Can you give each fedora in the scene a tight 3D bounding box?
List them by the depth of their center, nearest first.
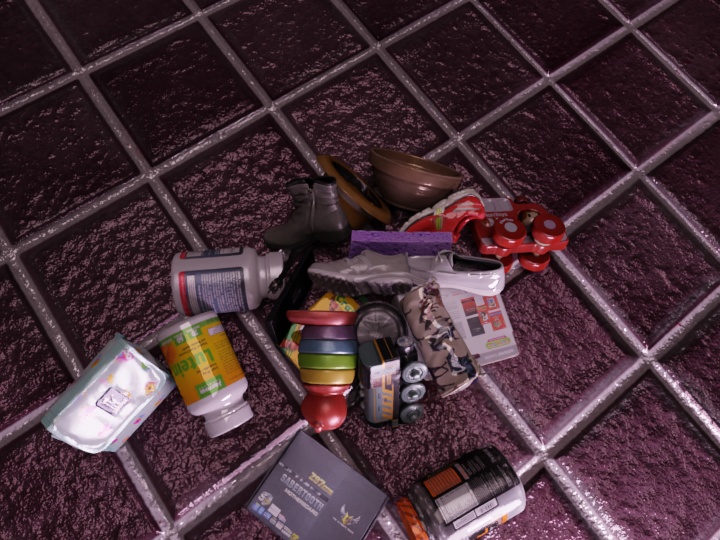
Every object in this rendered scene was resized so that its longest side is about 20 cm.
[{"bbox_3d":[-0.028,-0.146,1.057,0.201,0.200,0.082,46,108,10],"label":"fedora"}]

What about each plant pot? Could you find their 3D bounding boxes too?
[{"bbox_3d":[0.105,-0.180,1.072,0.199,0.201,0.093,15,111,0],"label":"plant pot"}]

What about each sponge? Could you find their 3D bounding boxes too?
[{"bbox_3d":[0.074,-0.035,1.031,0.198,0.112,0.030,1,57,-5],"label":"sponge"}]

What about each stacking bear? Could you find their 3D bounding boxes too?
[{"bbox_3d":[-0.061,0.173,0.899,0.113,0.121,0.202,-2,82,21],"label":"stacking bear"}]

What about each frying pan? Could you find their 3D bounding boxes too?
[{"bbox_3d":[0.005,0.143,0.949,0.115,0.031,0.190,42,89,1],"label":"frying pan"}]

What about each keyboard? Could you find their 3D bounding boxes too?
[{"bbox_3d":[-0.129,0.028,0.957,0.020,0.128,0.201,8,45,15],"label":"keyboard"}]

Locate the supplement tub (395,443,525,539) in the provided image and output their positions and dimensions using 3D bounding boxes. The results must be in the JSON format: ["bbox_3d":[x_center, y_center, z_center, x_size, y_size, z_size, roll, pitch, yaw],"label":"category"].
[{"bbox_3d":[0.169,0.395,0.888,0.199,0.123,0.123,-23,75,-12],"label":"supplement tub"}]

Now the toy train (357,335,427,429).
[{"bbox_3d":[0.052,0.201,0.917,0.113,0.201,0.085,-8,36,-10],"label":"toy train"}]

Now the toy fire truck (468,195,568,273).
[{"bbox_3d":[0.322,-0.093,1.085,0.198,0.113,0.169,-5,53,-8],"label":"toy fire truck"}]

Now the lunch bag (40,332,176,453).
[{"bbox_3d":[-0.411,0.203,0.859,0.122,0.200,0.171,38,71,8],"label":"lunch bag"}]

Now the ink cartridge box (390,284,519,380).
[{"bbox_3d":[0.179,0.110,1.006,0.198,0.084,0.177,-12,73,-9],"label":"ink cartridge box"}]

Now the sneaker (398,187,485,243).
[{"bbox_3d":[0.159,-0.087,1.045,0.199,0.077,0.085,-32,74,16],"label":"sneaker"}]

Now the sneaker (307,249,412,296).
[{"bbox_3d":[0.000,0.000,0.980,0.198,0.075,0.083,3,61,4],"label":"sneaker"}]

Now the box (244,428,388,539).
[{"bbox_3d":[-0.074,0.400,0.901,0.199,0.051,0.158,35,71,7],"label":"box"}]

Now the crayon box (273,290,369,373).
[{"bbox_3d":[-0.052,0.118,1.000,0.200,0.051,0.127,-42,79,-17],"label":"crayon box"}]

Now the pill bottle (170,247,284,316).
[{"bbox_3d":[-0.243,0.018,0.980,0.198,0.120,0.121,-5,72,-7],"label":"pill bottle"}]

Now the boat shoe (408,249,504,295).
[{"bbox_3d":[0.168,-0.005,0.964,0.198,0.069,0.072,15,46,24],"label":"boat shoe"}]

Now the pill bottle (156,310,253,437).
[{"bbox_3d":[-0.268,0.184,0.918,0.110,0.111,0.201,-25,87,-13],"label":"pill bottle"}]

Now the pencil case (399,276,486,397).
[{"bbox_3d":[0.140,0.114,0.915,0.089,0.078,0.201,-26,75,6],"label":"pencil case"}]

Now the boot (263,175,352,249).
[{"bbox_3d":[-0.117,-0.118,1.003,0.198,0.131,0.068,-6,33,24],"label":"boot"}]
